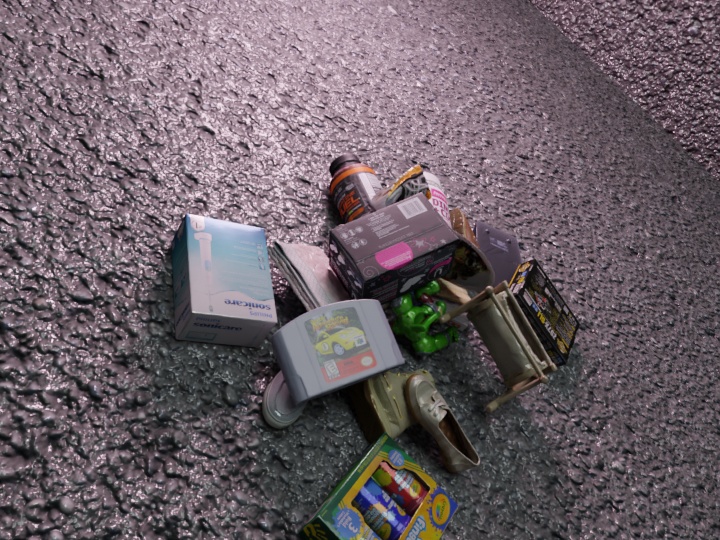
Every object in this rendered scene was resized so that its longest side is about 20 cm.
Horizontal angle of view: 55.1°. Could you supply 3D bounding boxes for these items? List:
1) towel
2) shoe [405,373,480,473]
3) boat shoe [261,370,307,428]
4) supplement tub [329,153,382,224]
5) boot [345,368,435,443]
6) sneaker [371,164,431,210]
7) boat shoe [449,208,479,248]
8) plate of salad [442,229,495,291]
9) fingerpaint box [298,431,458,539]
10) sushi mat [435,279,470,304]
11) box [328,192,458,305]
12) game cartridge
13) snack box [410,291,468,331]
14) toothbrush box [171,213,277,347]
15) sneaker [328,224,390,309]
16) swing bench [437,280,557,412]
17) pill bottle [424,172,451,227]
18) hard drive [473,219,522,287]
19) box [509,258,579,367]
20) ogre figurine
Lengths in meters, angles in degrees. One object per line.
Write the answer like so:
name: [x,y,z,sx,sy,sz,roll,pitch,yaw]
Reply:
towel: [-0.067,0.031,1.250,0.200,0.032,0.191,54,17,16]
shoe: [0.143,0.260,1.183,0.070,0.053,0.201,-42,108,-41]
boat shoe: [-0.095,0.169,1.130,0.070,0.072,0.201,37,41,-3]
supplement tub: [-0.001,-0.150,1.457,0.106,0.107,0.201,-2,55,-37]
boot: [0.050,0.186,1.204,0.155,0.073,0.201,-13,78,-43]
sneaker: [0.091,-0.154,1.400,0.077,0.078,0.200,57,38,-5]
boat shoe: [0.234,-0.057,1.582,0.067,0.072,0.201,33,36,-35]
plate of salad: [0.176,-0.018,1.375,0.200,0.200,0.048,40,68,0]
fingerpaint box: [0.033,0.375,1.042,0.167,0.073,0.200,45,41,6]
sushi mat: [0.152,0.020,1.455,0.199,0.012,0.096,19,31,-28]
box: [0.056,-0.033,1.264,0.199,0.115,0.132,-24,59,-19]
game cartridge: [-0.037,0.121,1.110,0.199,0.041,0.134,-16,71,-26]
snack box: [0.138,0.054,1.440,0.199,0.024,0.072,27,41,-14]
toothbrush box: [-0.231,0.018,1.152,0.146,0.085,0.201,9,49,-31]
sneaker: [0.000,0.000,1.368,0.201,0.073,0.085,62,12,29]
swing bench: [0.274,0.136,1.328,0.200,0.129,0.200,60,24,9]
pill bottle: [0.141,-0.116,1.524,0.113,0.113,0.201,18,45,-23]
hard drive: [0.321,-0.019,1.626,0.134,0.042,0.201,22,45,-19]
box: [0.409,0.094,1.550,0.200,0.049,0.160,53,42,-10]
ogre figurine: [0.116,0.081,1.337,0.098,0.201,0.120,7,34,33]
